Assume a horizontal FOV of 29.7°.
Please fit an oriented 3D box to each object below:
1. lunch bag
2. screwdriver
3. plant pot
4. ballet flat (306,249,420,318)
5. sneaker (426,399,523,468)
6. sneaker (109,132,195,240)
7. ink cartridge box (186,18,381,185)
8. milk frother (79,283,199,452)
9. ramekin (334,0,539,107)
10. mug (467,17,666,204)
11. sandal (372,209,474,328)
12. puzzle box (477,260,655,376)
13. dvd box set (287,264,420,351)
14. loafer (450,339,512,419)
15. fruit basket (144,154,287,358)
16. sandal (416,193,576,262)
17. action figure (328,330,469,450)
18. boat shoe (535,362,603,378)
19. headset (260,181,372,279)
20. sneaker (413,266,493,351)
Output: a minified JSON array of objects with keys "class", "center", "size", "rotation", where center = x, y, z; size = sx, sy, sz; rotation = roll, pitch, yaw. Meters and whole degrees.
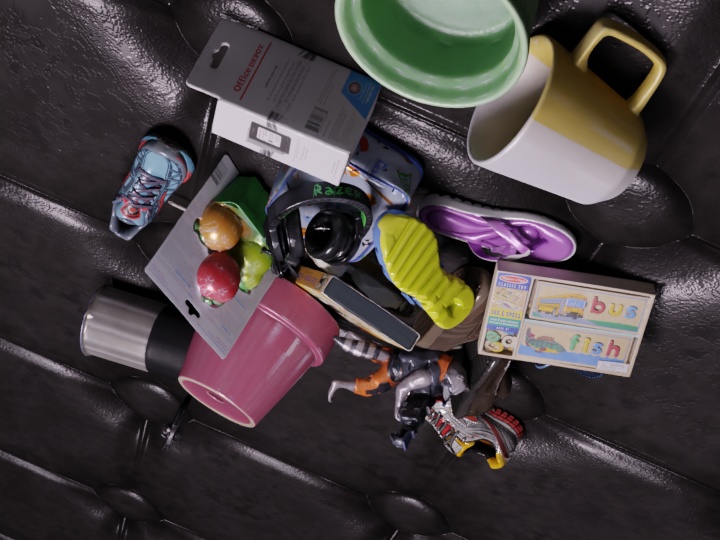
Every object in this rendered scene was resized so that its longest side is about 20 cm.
[{"class":"lunch bag","center":[-0.019,-0.096,1.679],"size":[0.160,0.076,0.200],"rotation":[28,146,-11]},{"class":"screwdriver","center":[-0.171,-0.055,1.868],"size":[0.200,0.028,0.029],"rotation":[30,115,-7]},{"class":"plant pot","center":[-0.156,0.112,1.911],"size":[0.200,0.179,0.200],"rotation":[28,162,10]},{"class":"ballet flat","center":[0.000,0.000,1.794],"size":[0.200,0.075,0.068],"rotation":[33,118,-13]},{"class":"sneaker","center":[0.144,0.225,2.014],"size":[0.199,0.082,0.078],"rotation":[26,146,-3]},{"class":"sneaker","center":[-0.282,-0.102,1.805],"size":[0.079,0.096,0.200],"rotation":[28,146,-8]},{"class":"ink cartridge box","center":[-0.091,-0.193,1.548],"size":[0.199,0.116,0.067],"rotation":[23,148,1]},{"class":"milk frother","center":[-0.335,0.151,2.097],"size":[0.187,0.200,0.181],"rotation":[16,150,12]},{"class":"ramekin","center":[0.083,-0.267,1.356],"size":[0.199,0.098,0.200],"rotation":[16,146,11]},{"class":"mug","center":[0.223,-0.149,1.403],"size":[0.153,0.150,0.186],"rotation":[27,154,-20]},{"class":"sandal","center":[0.062,-0.006,1.676],"size":[0.087,0.079,0.200],"rotation":[36,166,45]},{"class":"puzzle box","center":[0.255,0.061,1.694],"size":[0.199,0.025,0.133],"rotation":[8,124,-1]},{"class":"dvd box set","center":[-0.013,0.048,1.827],"size":[0.146,0.029,0.200],"rotation":[34,175,-17]},{"class":"loafer","center":[0.180,0.143,1.906],"size":[0.071,0.073,0.200],"rotation":[-1,152,-13]},{"class":"fruit basket","center":[-0.182,-0.018,1.771],"size":[0.094,0.200,0.185],"rotation":[10,148,44]},{"class":"sandal","center":[0.163,-0.038,1.668],"size":[0.202,0.050,0.083],"rotation":[14,145,14]},{"class":"action figure","center":[0.053,0.151,1.874],"size":[0.193,0.200,0.105],"rotation":[4,121,12]},{"class":"boat shoe","center":[0.242,0.090,1.780],"size":[0.200,0.069,0.084],"rotation":[35,145,-17]},{"class":"headset","center":[-0.065,-0.054,1.628],"size":[0.123,0.094,0.200],"rotation":[5,147,-25]},{"class":"sneaker","center":[0.142,0.052,1.809],"size":[0.075,0.071,0.200],"rotation":[13,153,-20]}]
